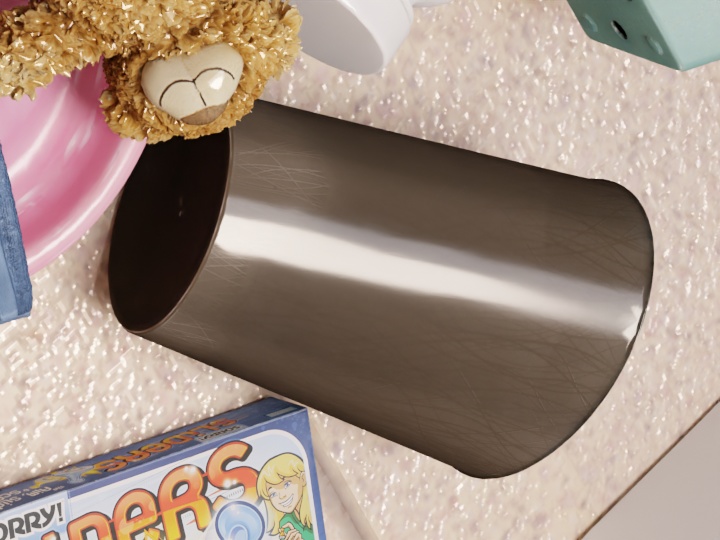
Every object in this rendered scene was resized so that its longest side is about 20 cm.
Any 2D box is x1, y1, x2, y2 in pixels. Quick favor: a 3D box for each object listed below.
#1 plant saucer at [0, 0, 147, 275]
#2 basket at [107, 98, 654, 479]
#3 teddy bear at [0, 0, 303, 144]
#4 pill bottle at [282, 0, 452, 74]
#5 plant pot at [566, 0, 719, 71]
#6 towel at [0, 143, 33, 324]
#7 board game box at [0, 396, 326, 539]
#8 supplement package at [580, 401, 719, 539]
[{"bbox_3d":[-0.176,-0.084,1.181,0.200,0.051,0.202,-17,123,-29],"label":"plant saucer"},{"bbox_3d":[0.000,0.000,1.286,0.199,0.180,0.137,18,58,-28],"label":"basket"},{"bbox_3d":[-0.094,-0.127,1.140,0.144,0.067,0.201,-25,125,-21],"label":"teddy bear"},{"bbox_3d":[0.027,-0.192,1.277,0.112,0.112,0.201,42,71,-32],"label":"pill bottle"},{"bbox_3d":[0.179,-0.194,1.330,0.200,0.141,0.142,-39,118,-11],"label":"plant pot"},{"bbox_3d":[-0.233,-0.007,1.117,0.199,0.049,0.112,-14,125,-9],"label":"towel"},{"bbox_3d":[-0.103,0.150,1.301,0.199,0.034,0.136,-18,107,-33],"label":"board game box"},{"bbox_3d":[0.241,0.149,1.446,0.156,0.199,0.111,-41,119,-24],"label":"supplement package"}]
